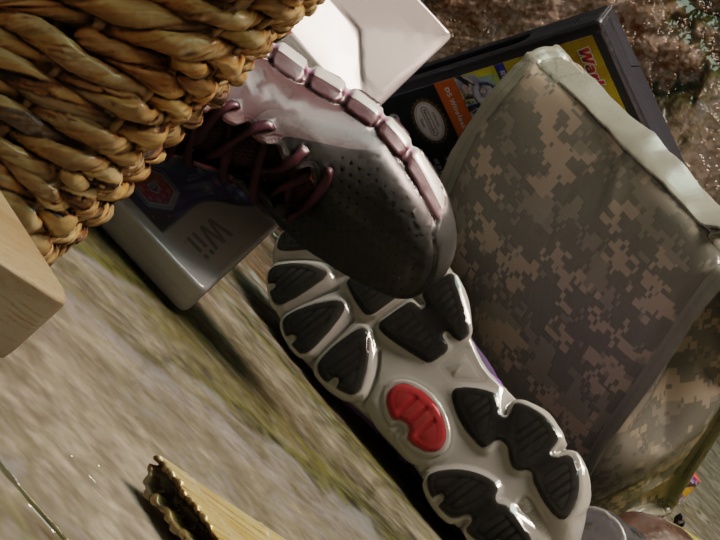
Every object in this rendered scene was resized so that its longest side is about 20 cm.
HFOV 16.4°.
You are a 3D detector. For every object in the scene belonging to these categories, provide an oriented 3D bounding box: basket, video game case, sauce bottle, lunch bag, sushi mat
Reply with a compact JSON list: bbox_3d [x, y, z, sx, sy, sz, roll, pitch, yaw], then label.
[{"bbox_3d":[-0.100,-0.091,0.744,0.143,0.149,0.200,46,7,-4],"label":"basket"},{"bbox_3d":[-0.104,-0.088,1.008,0.200,0.018,0.143,47,33,-1],"label":"video game case"},{"bbox_3d":[0.140,0.151,1.210,0.065,0.065,0.200,50,6,29],"label":"sauce bottle"},{"bbox_3d":[0.095,-0.027,1.340,0.201,0.180,0.026,63,36,-18],"label":"video game case"},{"bbox_3d":[0.113,0.009,1.232,0.117,0.201,0.164,-16,54,-37],"label":"lunch bag"},{"bbox_3d":[0.011,0.125,0.760,0.200,0.012,0.096,40,8,-49],"label":"sushi mat"}]

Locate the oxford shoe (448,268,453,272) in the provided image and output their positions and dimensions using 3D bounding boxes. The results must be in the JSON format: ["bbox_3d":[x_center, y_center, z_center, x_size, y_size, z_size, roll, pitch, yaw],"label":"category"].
[{"bbox_3d":[0.000,0.000,1.236,0.057,0.076,0.200,6,20,-18],"label":"oxford shoe"}]

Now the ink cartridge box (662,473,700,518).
[{"bbox_3d":[0.177,0.114,1.721,0.109,0.050,0.200,46,6,-11],"label":"ink cartridge box"}]

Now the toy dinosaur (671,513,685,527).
[{"bbox_3d":[0.155,0.146,1.435,0.088,0.047,0.200,44,-1,43],"label":"toy dinosaur"}]

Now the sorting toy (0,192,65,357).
[{"bbox_3d":[-0.176,-0.069,0.476,0.199,0.070,0.200,52,8,35],"label":"sorting toy"}]

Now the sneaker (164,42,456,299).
[{"bbox_3d":[-0.063,-0.046,0.946,0.200,0.076,0.115,44,44,4],"label":"sneaker"}]

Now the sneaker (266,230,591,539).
[{"bbox_3d":[0.027,0.056,1.109,0.201,0.080,0.084,57,-7,19],"label":"sneaker"}]

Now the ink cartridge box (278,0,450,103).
[{"bbox_3d":[-0.044,-0.114,1.270,0.117,0.067,0.200,47,-21,-5],"label":"ink cartridge box"}]
